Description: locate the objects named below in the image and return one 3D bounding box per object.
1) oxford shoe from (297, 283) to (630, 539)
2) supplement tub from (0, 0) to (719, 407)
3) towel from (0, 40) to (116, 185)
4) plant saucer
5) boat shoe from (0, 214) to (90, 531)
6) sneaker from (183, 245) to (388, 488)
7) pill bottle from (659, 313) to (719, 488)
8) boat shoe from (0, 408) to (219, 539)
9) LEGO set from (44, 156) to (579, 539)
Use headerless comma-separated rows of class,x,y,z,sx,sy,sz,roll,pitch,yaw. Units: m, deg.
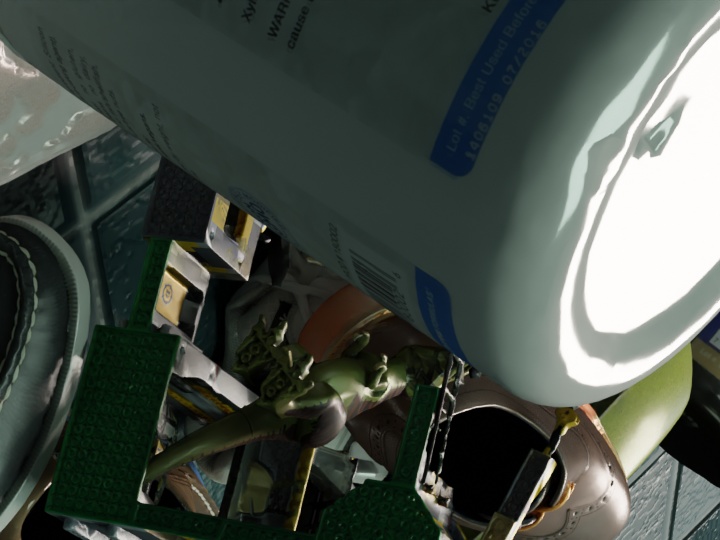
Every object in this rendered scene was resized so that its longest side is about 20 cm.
oxford shoe,0.050,0.074,0.845,0.071,0.073,0.200,-45,140,10
supplement tub,0.006,-0.069,0.559,0.132,0.200,0.132,-38,147,-29
towel,-0.120,-0.086,0.595,0.191,0.032,0.200,-36,148,-32
plant saucer,0.080,0.099,1.021,0.200,0.031,0.200,-44,179,-1
boat shoe,-0.152,0.069,0.669,0.200,0.076,0.060,-58,158,5
sneaker,0.000,0.000,0.843,0.081,0.075,0.201,3,118,-48
pill bottle,0.219,0.005,1.141,0.200,0.112,0.112,-47,152,-13
boat shoe,-0.092,0.089,0.787,0.072,0.072,0.200,-55,153,1
LEGO set,-0.001,0.028,0.705,0.116,0.153,0.201,44,48,-60
